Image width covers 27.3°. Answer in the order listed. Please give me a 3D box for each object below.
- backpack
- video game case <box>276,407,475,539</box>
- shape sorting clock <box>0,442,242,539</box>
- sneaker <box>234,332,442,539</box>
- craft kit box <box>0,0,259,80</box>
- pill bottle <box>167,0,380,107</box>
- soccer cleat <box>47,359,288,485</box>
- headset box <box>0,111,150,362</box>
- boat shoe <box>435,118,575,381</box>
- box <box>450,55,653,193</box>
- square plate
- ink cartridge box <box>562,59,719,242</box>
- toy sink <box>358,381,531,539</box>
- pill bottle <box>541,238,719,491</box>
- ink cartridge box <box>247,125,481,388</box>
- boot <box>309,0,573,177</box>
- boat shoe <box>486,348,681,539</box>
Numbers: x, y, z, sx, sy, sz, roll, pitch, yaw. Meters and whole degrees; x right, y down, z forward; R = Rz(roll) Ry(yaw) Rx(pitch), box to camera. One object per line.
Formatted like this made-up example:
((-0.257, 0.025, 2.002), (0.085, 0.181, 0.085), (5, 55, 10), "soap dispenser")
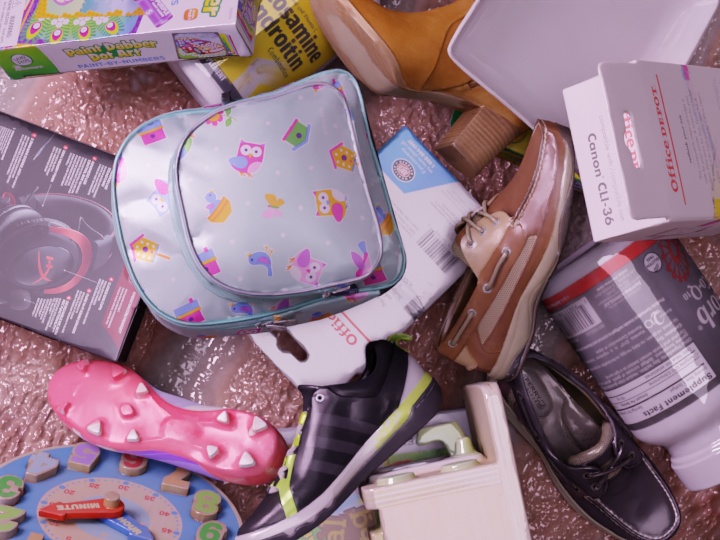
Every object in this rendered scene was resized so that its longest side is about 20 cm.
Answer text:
((-0.079, -0.042, 1.053), (0.199, 0.153, 0.177), (-15, 89, 0), "backpack")
((0.027, 0.216, 1.170), (0.181, 0.022, 0.201), (-6, 87, -4), "video game case")
((-0.182, 0.180, 1.078), (0.199, 0.200, 0.039), (12, 116, -3), "shape sorting clock")
((-0.029, 0.124, 1.092), (0.200, 0.072, 0.083), (-41, 93, -19), "sneaker")
((-0.168, -0.245, 1.115), (0.196, 0.049, 0.201), (-3, 63, 13), "craft kit box")
((-0.056, -0.206, 1.149), (0.200, 0.112, 0.112), (-40, 89, -5), "pill bottle")
((-0.149, 0.123, 1.145), (0.199, 0.077, 0.067), (13, 66, 17), "soccer cleat")
((-0.231, -0.024, 1.143), (0.199, 0.075, 0.149), (20, 85, -2), "headset box")
((0.105, -0.014, 1.095), (0.073, 0.076, 0.201), (13, 107, -5), "boat shoe")
((0.181, -0.127, 1.192), (0.199, 0.048, 0.118), (22, 84, 0), "box")
((0.170, -0.187, 1.122), (0.200, 0.028, 0.199), (37, 77, -31), "square plate")
((0.215, -0.085, 1.069), (0.199, 0.067, 0.117), (-3, 79, -47), "ink cartridge box")
((0.061, 0.192, 1.099), (0.111, 0.130, 0.201), (-11, 87, -4), "toy sink")
((0.236, 0.062, 1.148), (0.116, 0.116, 0.201), (-35, 89, -5), "pill bottle")
((0.000, 0.000, 1.160), (0.200, 0.068, 0.116), (-44, 89, -6), "ink cartridge box")
((0.068, -0.184, 1.122), (0.201, 0.071, 0.144), (44, 74, -20), "boot")
((0.179, 0.141, 1.163), (0.072, 0.065, 0.200), (-40, 90, -7), "boat shoe")
